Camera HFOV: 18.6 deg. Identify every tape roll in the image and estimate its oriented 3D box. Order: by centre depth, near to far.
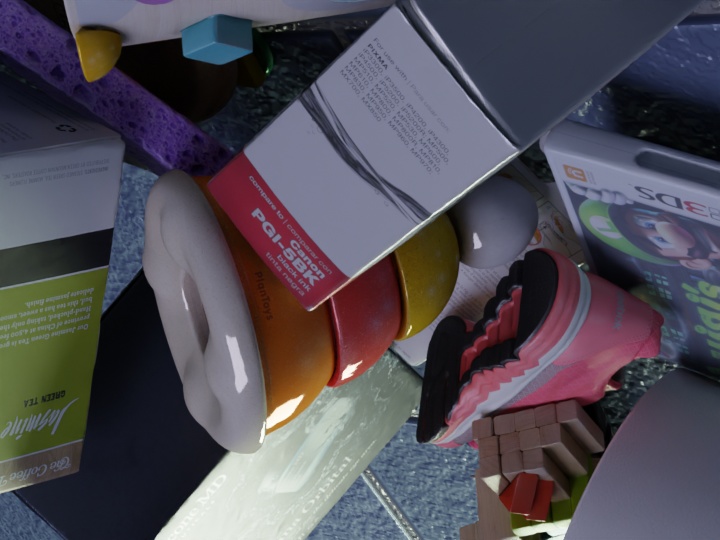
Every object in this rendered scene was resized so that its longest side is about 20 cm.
[{"bbox_3d":[0.196,0.168,1.172,0.139,0.203,0.203,23,150,23],"label":"tape roll"}]

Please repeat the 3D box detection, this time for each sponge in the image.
[{"bbox_3d":[-0.144,-0.097,1.150,0.200,0.030,0.112,37,176,-30],"label":"sponge"}]

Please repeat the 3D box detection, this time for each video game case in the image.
[{"bbox_3d":[0.192,0.009,1.086,0.181,0.023,0.200,19,157,28],"label":"video game case"}]

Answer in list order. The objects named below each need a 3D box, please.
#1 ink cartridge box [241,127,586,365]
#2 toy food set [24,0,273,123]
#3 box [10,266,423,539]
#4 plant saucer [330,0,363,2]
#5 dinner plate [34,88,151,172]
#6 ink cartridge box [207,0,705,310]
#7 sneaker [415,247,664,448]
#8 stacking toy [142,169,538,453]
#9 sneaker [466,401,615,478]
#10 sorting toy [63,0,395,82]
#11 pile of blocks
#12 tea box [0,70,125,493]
[{"bbox_3d":[0.040,-0.048,1.198,0.161,0.050,0.200,43,133,-13],"label":"ink cartridge box"},{"bbox_3d":[-0.148,-0.155,1.217,0.200,0.049,0.198,11,143,38],"label":"toy food set"},{"bbox_3d":[-0.083,0.088,1.276,0.117,0.197,0.200,40,179,23],"label":"box"},{"bbox_3d":[0.009,-0.209,0.890,0.201,0.039,0.202,7,99,50],"label":"plant saucer"},{"bbox_3d":[-0.204,-0.099,1.312,0.200,0.024,0.200,22,180,0],"label":"dinner plate"},{"bbox_3d":[0.040,-0.080,0.991,0.083,0.147,0.200,52,146,-1],"label":"ink cartridge box"},{"bbox_3d":[0.093,0.057,1.176,0.087,0.074,0.200,17,155,-16],"label":"sneaker"},{"bbox_3d":[0.000,0.000,1.116,0.146,0.200,0.147,165,90,-74],"label":"stacking toy"},{"bbox_3d":[0.126,0.116,1.297,0.200,0.081,0.075,48,148,-20],"label":"sneaker"},{"bbox_3d":[-0.049,-0.170,1.026,0.179,0.107,0.200,-2,139,4],"label":"sorting toy"},{"bbox_3d":[0.099,0.143,1.210,0.082,0.062,0.200,-2,151,-2],"label":"pile of blocks"},{"bbox_3d":[-0.243,-0.007,1.144,0.200,0.133,0.197,31,119,37],"label":"tea box"}]
